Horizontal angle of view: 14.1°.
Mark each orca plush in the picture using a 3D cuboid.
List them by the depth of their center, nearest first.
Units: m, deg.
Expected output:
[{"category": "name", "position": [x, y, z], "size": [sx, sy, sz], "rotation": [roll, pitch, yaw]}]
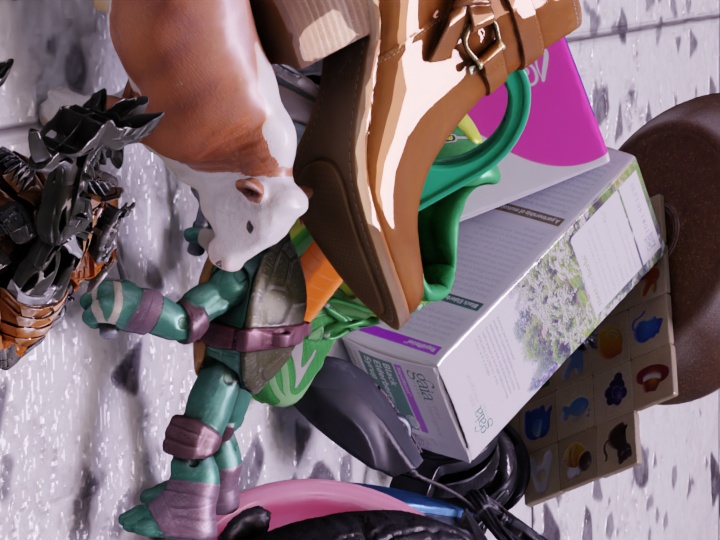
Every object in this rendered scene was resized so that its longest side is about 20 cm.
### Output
[{"category": "orca plush", "position": [-0.002, 0.159, 1.423], "size": [0.199, 0.071, 0.106], "rotation": [0, 72, -27]}]

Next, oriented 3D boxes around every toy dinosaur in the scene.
[{"category": "toy dinosaur", "position": [-0.145, -0.012, 1.237], "size": [0.200, 0.102, 0.136], "rotation": [-90, -169, -68]}]

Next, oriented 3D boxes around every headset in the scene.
[{"category": "headset", "position": [0.073, 0.114, 1.774], "size": [0.200, 0.094, 0.124], "rotation": [-69, 157, -12]}]

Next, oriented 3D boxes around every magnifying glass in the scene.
[{"category": "magnifying glass", "position": [0.010, -0.039, 1.454], "size": [0.079, 0.200, 0.022], "rotation": [27, 22, -27]}]

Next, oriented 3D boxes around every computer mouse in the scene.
[{"category": "computer mouse", "position": [0.041, 0.107, 1.625], "size": [0.200, 0.034, 0.059], "rotation": [36, 13, -17]}]

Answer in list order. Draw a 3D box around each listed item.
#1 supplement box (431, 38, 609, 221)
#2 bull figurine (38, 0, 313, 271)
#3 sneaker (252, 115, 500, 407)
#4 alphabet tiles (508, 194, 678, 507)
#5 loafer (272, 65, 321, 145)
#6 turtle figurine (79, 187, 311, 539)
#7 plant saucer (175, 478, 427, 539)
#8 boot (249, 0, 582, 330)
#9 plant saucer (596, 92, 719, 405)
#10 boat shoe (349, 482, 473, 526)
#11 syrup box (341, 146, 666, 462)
[{"category": "supplement box", "position": [0.072, -0.090, 1.633], "size": [0.200, 0.103, 0.101], "rotation": [-56, 126, -85]}, {"category": "bull figurine", "position": [-0.088, -0.098, 1.318], "size": [0.065, 0.121, 0.201], "rotation": [-49, 136, -56]}, {"category": "sneaker", "position": [0.000, 0.000, 1.518], "size": [0.074, 0.084, 0.200], "rotation": [-6, 136, -56]}, {"category": "alphabet tiles", "position": [0.133, 0.040, 1.818], "size": [0.006, 0.166, 0.201], "rotation": [18, 59, -37]}, {"category": "loafer", "position": [-0.024, -0.083, 1.555], "size": [0.200, 0.072, 0.063], "rotation": [13, 74, -66]}, {"category": "turtle figurine", "position": [-0.075, 0.023, 1.406], "size": [0.150, 0.100, 0.201], "rotation": [-9, 107, -65]}, {"category": "plant saucer", "position": [-0.020, 0.206, 1.471], "size": [0.051, 0.200, 0.201], "rotation": [124, -15, -57]}, {"category": "boot", "position": [0.039, -0.084, 1.373], "size": [0.154, 0.074, 0.200], "rotation": [-28, 120, -23]}, {"category": "plant saucer", "position": [0.193, -0.018, 1.801], "size": [0.037, 0.200, 0.201], "rotation": [17, 74, -36]}, {"category": "boat shoe", "position": [-0.011, 0.156, 1.619], "size": [0.200, 0.084, 0.069], "rotation": [5, 95, -52]}, {"category": "syrup box", "position": [0.086, 0.013, 1.726], "size": [0.200, 0.081, 0.079], "rotation": [-45, 131, -27]}]
